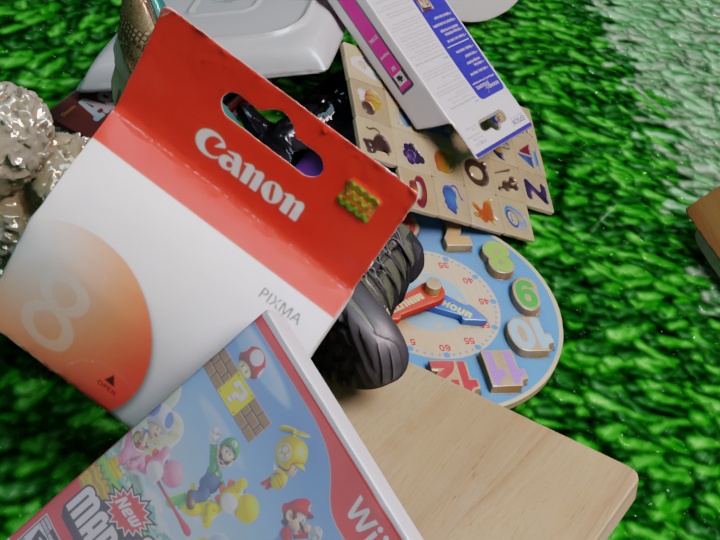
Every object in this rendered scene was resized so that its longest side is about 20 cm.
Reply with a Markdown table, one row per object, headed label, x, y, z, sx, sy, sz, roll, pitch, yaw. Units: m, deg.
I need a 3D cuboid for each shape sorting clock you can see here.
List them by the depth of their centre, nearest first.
| label | x | y | z | sx | sy | sz | roll | pitch | yaw |
| --- | --- | --- | --- | --- | --- | --- | --- | --- | --- |
| shape sorting clock | 0.047 | 0.022 | 0.862 | 0.197 | 0.040 | 0.202 | 9 | 46 | -9 |

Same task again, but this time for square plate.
| label | x | y | z | sx | sy | sz | roll | pitch | yaw |
| --- | --- | --- | --- | --- | --- | --- | --- | --- | --- |
| square plate | -0.102 | -0.201 | 0.966 | 0.197 | 0.029 | 0.199 | -2 | 35 | 14 |

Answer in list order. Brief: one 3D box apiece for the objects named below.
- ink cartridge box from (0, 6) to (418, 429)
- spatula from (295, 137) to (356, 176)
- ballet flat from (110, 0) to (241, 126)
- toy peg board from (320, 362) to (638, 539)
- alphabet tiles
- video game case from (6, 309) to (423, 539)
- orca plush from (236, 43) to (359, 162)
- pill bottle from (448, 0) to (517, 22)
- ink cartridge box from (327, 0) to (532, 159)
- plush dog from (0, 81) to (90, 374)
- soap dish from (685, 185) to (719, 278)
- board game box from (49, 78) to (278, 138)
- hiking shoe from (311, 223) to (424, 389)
| label | x | y | z | sx | sy | sz | roll | pitch | yaw |
| --- | --- | --- | --- | --- | --- | --- | --- | --- | --- |
| ink cartridge box | -0.087 | -0.003 | 0.632 | 0.161 | 0.201 | 0.050 | 36 | 33 | 0 |
| spatula | -0.057 | -0.046 | 0.906 | 0.056 | 0.021 | 0.200 | 30 | 47 | 21 |
| ballet flat | -0.130 | -0.113 | 0.839 | 0.064 | 0.201 | 0.071 | -22 | 50 | 5 |
| toy peg board | 0.021 | 0.165 | 0.698 | 0.197 | 0.099 | 0.200 | 23 | 42 | 28 |
| alphabet tiles | 0.069 | -0.106 | 0.947 | 0.198 | 0.006 | 0.169 | 13 | 56 | -37 |
| video game case | -0.079 | 0.138 | 0.611 | 0.144 | 0.199 | 0.017 | 55 | 15 | 21 |
| orca plush | -0.012 | -0.149 | 0.962 | 0.198 | 0.072 | 0.105 | -18 | 32 | -35 |
| pill bottle | 0.093 | -0.332 | 1.159 | 0.111 | 0.114 | 0.202 | 3 | 46 | -15 |
| ink cartridge box | 0.045 | -0.172 | 0.937 | 0.201 | 0.037 | 0.094 | 54 | 41 | 4 |
| plush dog | -0.144 | -0.038 | 0.771 | 0.170 | 0.200 | 0.163 | -20 | 83 | 1 |
| soap dish | 0.379 | -0.015 | 0.971 | 0.197 | 0.082 | 0.158 | -7 | 50 | -24 |
| board game box | -0.146 | -0.142 | 0.971 | 0.102 | 0.020 | 0.200 | 28 | 46 | 11 |
| hiking shoe | 0.000 | 0.000 | 0.775 | 0.099 | 0.077 | 0.200 | -17 | 32 | -14 |
